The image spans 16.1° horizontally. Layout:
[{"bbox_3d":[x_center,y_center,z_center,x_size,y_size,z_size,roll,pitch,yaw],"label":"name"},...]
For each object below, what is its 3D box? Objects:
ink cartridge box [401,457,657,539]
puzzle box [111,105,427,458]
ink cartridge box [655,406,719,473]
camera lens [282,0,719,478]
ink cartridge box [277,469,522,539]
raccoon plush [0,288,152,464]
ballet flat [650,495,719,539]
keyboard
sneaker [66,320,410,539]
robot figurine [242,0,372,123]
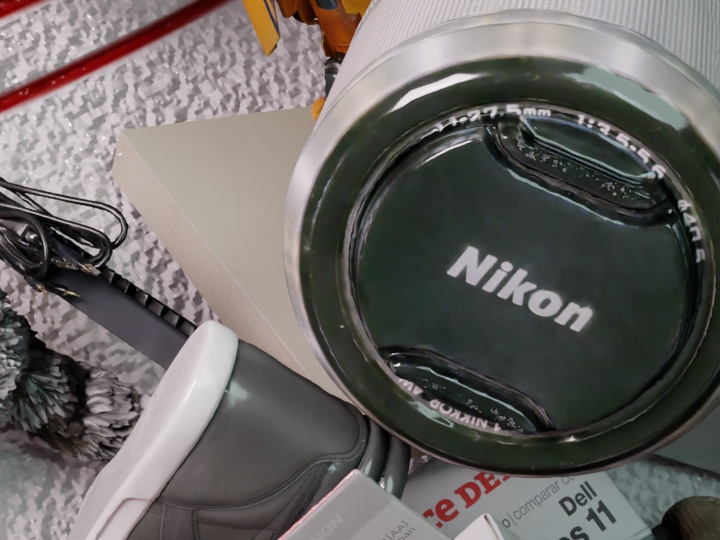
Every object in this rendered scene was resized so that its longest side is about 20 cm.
[{"bbox_3d":[0.065,0.167,0.992,0.147,0.083,0.200,-32,81,-36],"label":"ink cartridge box"},{"bbox_3d":[0.000,0.000,1.028,0.133,0.025,0.200,-8,41,-31],"label":"puzzle box"},{"bbox_3d":[0.201,-0.015,1.082,0.144,0.200,0.148,18,57,-25],"label":"ink cartridge box"},{"bbox_3d":[0.064,-0.035,0.878,0.160,0.160,0.200,34,25,-7],"label":"camera lens"},{"bbox_3d":[-0.020,0.159,0.857,0.176,0.200,0.045,39,14,-35],"label":"ink cartridge box"},{"bbox_3d":[-0.166,0.066,0.928,0.200,0.097,0.134,25,64,-14],"label":"raccoon plush"},{"bbox_3d":[0.158,0.120,1.005,0.046,0.200,0.067,-37,95,0],"label":"ballet flat"},{"bbox_3d":[-0.099,-0.007,0.944,0.200,0.040,0.104,31,3,30],"label":"keyboard"},{"bbox_3d":[-0.050,0.103,0.892,0.099,0.200,0.071,26,46,-10],"label":"sneaker"},{"bbox_3d":[0.007,-0.118,1.012,0.145,0.058,0.200,-52,138,-32],"label":"robot figurine"}]
